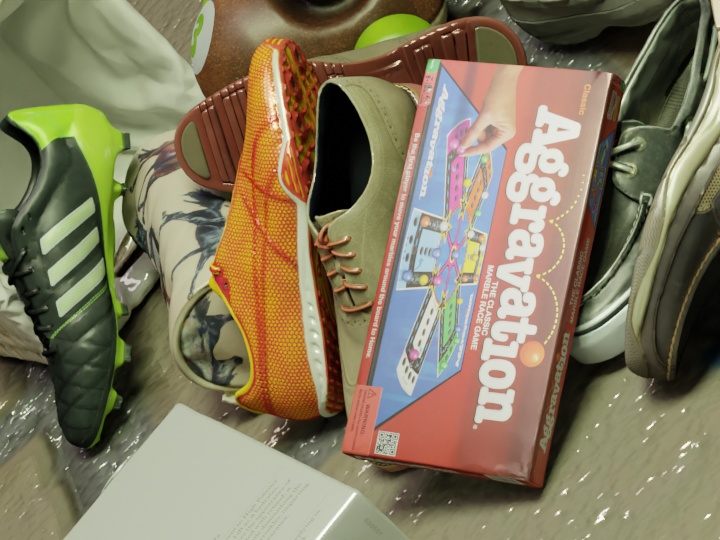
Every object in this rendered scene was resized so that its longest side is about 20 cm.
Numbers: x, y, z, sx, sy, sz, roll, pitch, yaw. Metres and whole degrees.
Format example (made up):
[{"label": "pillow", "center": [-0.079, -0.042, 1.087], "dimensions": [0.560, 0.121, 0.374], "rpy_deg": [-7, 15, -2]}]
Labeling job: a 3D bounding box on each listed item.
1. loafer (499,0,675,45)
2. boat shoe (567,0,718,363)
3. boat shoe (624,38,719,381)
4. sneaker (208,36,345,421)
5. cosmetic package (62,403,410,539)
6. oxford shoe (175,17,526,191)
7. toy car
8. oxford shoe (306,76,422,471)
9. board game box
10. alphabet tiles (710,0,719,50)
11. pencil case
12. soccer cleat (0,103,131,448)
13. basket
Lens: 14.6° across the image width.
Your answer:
[{"label": "loafer", "center": [0.129, -0.168, 1.498], "dimensions": [0.200, 0.070, 0.070], "rpy_deg": [-21, 43, 61]}, {"label": "boat shoe", "center": [0.134, -0.049, 1.372], "dimensions": [0.072, 0.071, 0.200], "rpy_deg": [-7, 48, 47]}, {"label": "boat shoe", "center": [0.179, -0.039, 1.287], "dimensions": [0.074, 0.073, 0.200], "rpy_deg": [23, -92, -80]}, {"label": "sneaker", "center": [-0.048, -0.021, 1.457], "dimensions": [0.077, 0.200, 0.073], "rpy_deg": [-2, 2, 22]}, {"label": "cosmetic package", "center": [-0.057, 0.141, 1.366], "dimensions": [0.102, 0.074, 0.200], "rpy_deg": [-49, 27, -11]}, {"label": "oxford shoe", "center": [-0.004, -0.090, 1.568], "dimensions": [0.200, 0.071, 0.075], "rpy_deg": [-14, 6, 4]}, {"label": "toy car", "center": [-0.050, -0.194, 1.647], "dimensions": [0.158, 0.200, 0.164], "rpy_deg": [-24, 32, 3]}, {"label": "oxford shoe", "center": [0.000, 0.000, 1.404], "dimensions": [0.070, 0.075, 0.200], "rpy_deg": [-14, 73, 41]}, {"label": "board game box", "center": [0.059, -0.001, 1.345], "dimensions": [0.103, 0.019, 0.200], "rpy_deg": [7, 79, 29]}, {"label": "alphabet tiles", "center": [0.236, -0.130, 1.241], "dimensions": [0.166, 0.006, 0.200], "rpy_deg": [-16, 60, 18]}, {"label": "pencil case", "center": [-0.084, -0.003, 1.585], "dimensions": [0.078, 0.090, 0.200], "rpy_deg": [-9, 28, -10]}, {"label": "soccer cleat", "center": [-0.177, 0.003, 1.620], "dimensions": [0.068, 0.081, 0.200], "rpy_deg": [159, 111, -69]}, {"label": "basket", "center": [-0.216, -0.072, 1.722], "dimensions": [0.161, 0.200, 0.198], "rpy_deg": [2, 51, 55]}]
